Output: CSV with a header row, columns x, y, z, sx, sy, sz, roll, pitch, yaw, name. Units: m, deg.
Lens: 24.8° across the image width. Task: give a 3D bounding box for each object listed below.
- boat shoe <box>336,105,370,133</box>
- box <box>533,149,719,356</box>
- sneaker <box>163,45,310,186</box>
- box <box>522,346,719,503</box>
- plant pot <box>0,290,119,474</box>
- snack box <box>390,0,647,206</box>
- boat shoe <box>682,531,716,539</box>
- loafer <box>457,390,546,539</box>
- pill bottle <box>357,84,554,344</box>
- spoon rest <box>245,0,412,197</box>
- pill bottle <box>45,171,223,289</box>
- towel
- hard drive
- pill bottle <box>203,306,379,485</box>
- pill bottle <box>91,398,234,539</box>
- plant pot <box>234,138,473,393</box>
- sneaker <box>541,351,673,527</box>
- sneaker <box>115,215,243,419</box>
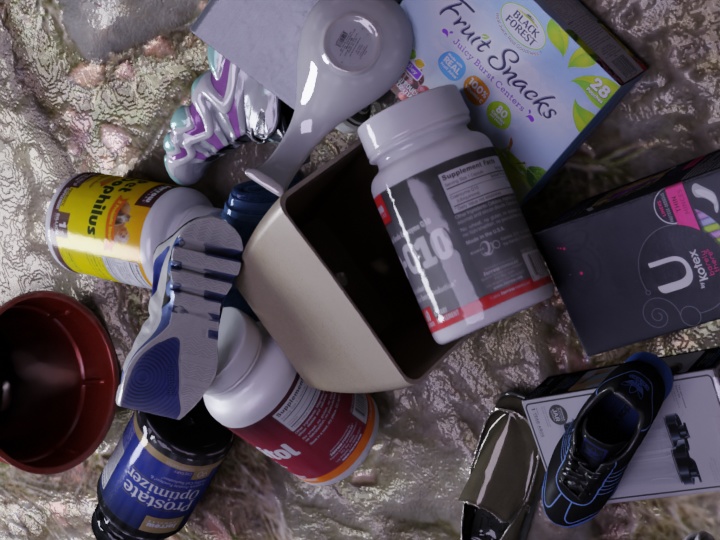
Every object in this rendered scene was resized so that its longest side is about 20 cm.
x,y,z,sx,sy,sz,roll,pitch,yaw,name
-0.022,-0.227,1.515,0.063,0.071,0.201,-10,102,36,boat shoe
0.270,-0.020,1.389,0.199,0.106,0.123,-21,97,37,box
-0.108,-0.136,1.603,0.140,0.078,0.200,38,125,15,sneaker
0.260,0.145,1.493,0.199,0.060,0.117,-14,101,37,box
-0.411,0.129,1.851,0.195,0.200,0.202,-6,106,43,plant pot
0.123,-0.182,1.441,0.200,0.068,0.169,46,128,7,snack box
0.316,0.273,1.504,0.199,0.072,0.066,-19,94,36,boat shoe
0.139,0.212,1.592,0.075,0.070,0.201,19,119,25,loafer
0.078,-0.048,1.406,0.114,0.114,0.201,-27,85,37,pill bottle
-0.031,-0.159,1.446,0.099,0.061,0.200,33,92,2,spoon rest
-0.222,-0.038,1.688,0.199,0.109,0.110,10,115,35,pill bottle
-0.105,0.001,1.635,0.048,0.111,0.201,34,123,30,towel
-0.040,-0.255,1.463,0.139,0.033,0.200,37,105,-3,hard drive
-0.081,0.122,1.614,0.113,0.113,0.200,-16,138,36,pill bottle
-0.225,0.226,1.808,0.112,0.112,0.200,40,126,13,pill bottle
0.000,0.000,1.522,0.200,0.200,0.177,54,141,-4,plant pot
0.205,0.160,1.447,0.070,0.078,0.201,34,123,17,sneaker
-0.165,0.035,1.543,0.080,0.115,0.200,18,99,-13,sneaker
